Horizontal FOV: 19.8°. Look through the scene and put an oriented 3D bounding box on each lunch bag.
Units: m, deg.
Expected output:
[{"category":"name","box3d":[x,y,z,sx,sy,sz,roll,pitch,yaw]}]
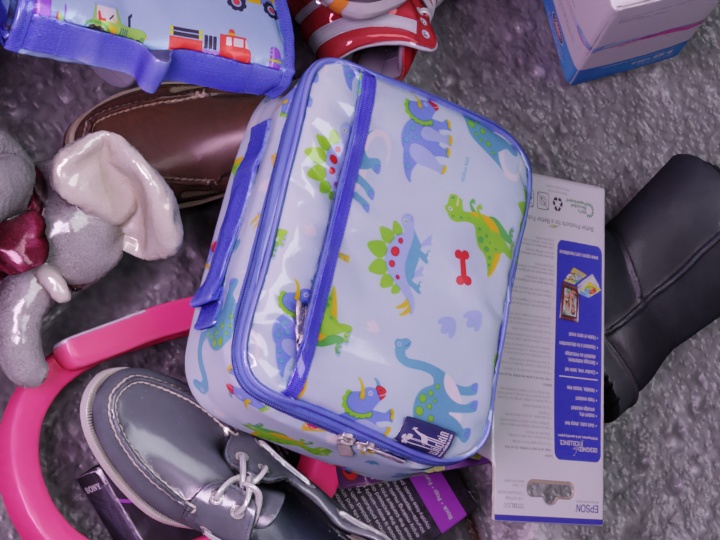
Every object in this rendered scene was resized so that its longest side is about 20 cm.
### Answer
[{"category":"lunch bag","box3d":[0.000,0.000,1.073,0.161,0.082,0.200,25,66,-24]},{"category":"lunch bag","box3d":[-0.120,-0.163,1.063,0.150,0.094,0.200,10,38,-30]}]

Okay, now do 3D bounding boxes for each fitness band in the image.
[{"category":"fitness band","box3d":[-0.097,0.091,1.095,0.200,0.037,0.144,-18,88,-33]}]

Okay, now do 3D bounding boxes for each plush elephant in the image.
[{"category":"plush elephant","box3d":[-0.188,-0.016,1.028,0.155,0.165,0.200,32,68,-29]}]

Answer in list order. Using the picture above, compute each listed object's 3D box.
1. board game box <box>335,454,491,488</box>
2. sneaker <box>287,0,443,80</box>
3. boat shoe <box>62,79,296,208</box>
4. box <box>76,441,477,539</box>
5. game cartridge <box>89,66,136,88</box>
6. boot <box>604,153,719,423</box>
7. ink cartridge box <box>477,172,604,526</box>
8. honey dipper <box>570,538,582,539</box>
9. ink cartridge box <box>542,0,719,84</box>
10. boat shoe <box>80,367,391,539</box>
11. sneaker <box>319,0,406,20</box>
[{"category":"board game box","box3d":[0.021,0.016,1.159,0.120,0.032,0.200,-4,82,-41]},{"category":"sneaker","box3d":[0.035,-0.166,1.255,0.200,0.071,0.113,-14,73,-37]},{"category":"boat shoe","box3d":[-0.068,-0.081,1.176,0.202,0.075,0.075,-9,81,-34]},{"category":"box","box3d":[-0.043,0.125,1.157,0.200,0.036,0.143,-32,93,-36]},{"category":"game cartridge","box3d":[-0.148,-0.211,1.189,0.133,0.042,0.200,-31,94,-30]},{"category":"boot","box3d":[0.156,-0.027,1.300,0.168,0.076,0.200,-42,105,-31]},{"category":"ink cartridge box","box3d":[0.099,0.045,1.178,0.095,0.037,0.200,9,77,-42]},{"category":"honey dipper","box3d":[0.070,0.226,1.200,0.200,0.038,0.038,-35,96,-32]},{"category":"ink cartridge box","box3d":[0.160,-0.213,1.276,0.085,0.200,0.145,-14,83,-3]},{"category":"boat shoe","box3d":[-0.054,0.114,1.057,0.200,0.062,0.073,42,60,-17]},{"category":"sneaker","box3d":[0.060,-0.218,1.180,0.078,0.112,0.200,47,49,3]}]
